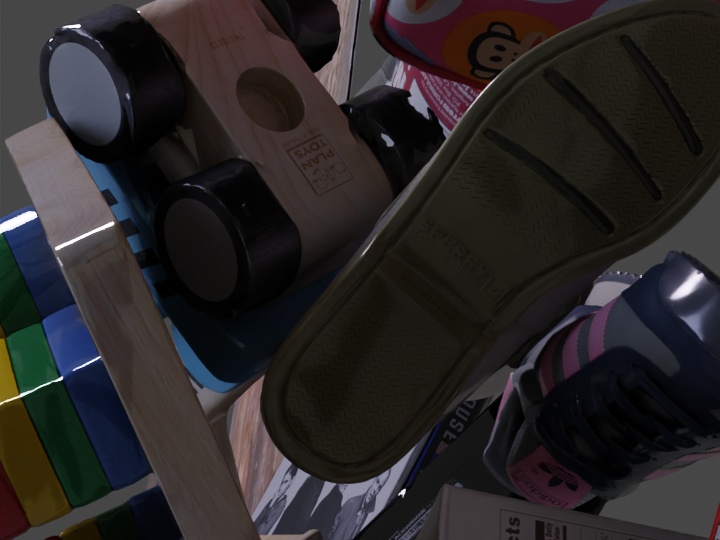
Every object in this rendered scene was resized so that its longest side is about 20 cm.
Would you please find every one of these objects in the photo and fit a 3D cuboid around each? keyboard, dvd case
[{"bbox_3d":[0.039,0.106,0.901,0.200,0.040,0.104,-44,20,-6],"label":"keyboard"},{"bbox_3d":[0.002,0.090,1.150,0.201,0.025,0.150,-61,19,-12],"label":"dvd case"}]

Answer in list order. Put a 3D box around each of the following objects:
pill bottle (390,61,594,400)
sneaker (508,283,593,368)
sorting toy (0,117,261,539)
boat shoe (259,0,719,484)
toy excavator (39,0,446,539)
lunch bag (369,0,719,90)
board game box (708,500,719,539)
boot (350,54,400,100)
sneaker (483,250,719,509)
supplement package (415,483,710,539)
[{"bbox_3d":[0.058,-0.043,0.992,0.200,0.109,0.110,113,166,-46],"label":"pill bottle"},{"bbox_3d":[0.000,0.000,0.922,0.199,0.086,0.081,18,126,44],"label":"sneaker"},{"bbox_3d":[-0.073,0.072,0.730,0.199,0.069,0.201,-136,21,-73],"label":"sorting toy"},{"bbox_3d":[0.044,-0.014,0.790,0.200,0.075,0.068,-41,2,-4],"label":"boat shoe"},{"bbox_3d":[-0.050,0.014,0.867,0.100,0.195,0.200,-29,-11,-38],"label":"toy excavator"},{"bbox_3d":[0.078,-0.136,0.791,0.200,0.175,0.082,114,164,-50],"label":"lunch bag"},{"bbox_3d":[0.143,0.046,0.578,0.200,0.046,0.152,-124,47,-77],"label":"board game box"},{"bbox_3d":[0.072,-0.121,1.089,0.182,0.072,0.200,-38,-17,-56],"label":"boot"},{"bbox_3d":[0.087,0.046,0.768,0.082,0.070,0.200,-46,0,-7],"label":"sneaker"},{"bbox_3d":[0.047,0.192,0.772,0.200,0.110,0.156,114,164,-50],"label":"supplement package"}]
